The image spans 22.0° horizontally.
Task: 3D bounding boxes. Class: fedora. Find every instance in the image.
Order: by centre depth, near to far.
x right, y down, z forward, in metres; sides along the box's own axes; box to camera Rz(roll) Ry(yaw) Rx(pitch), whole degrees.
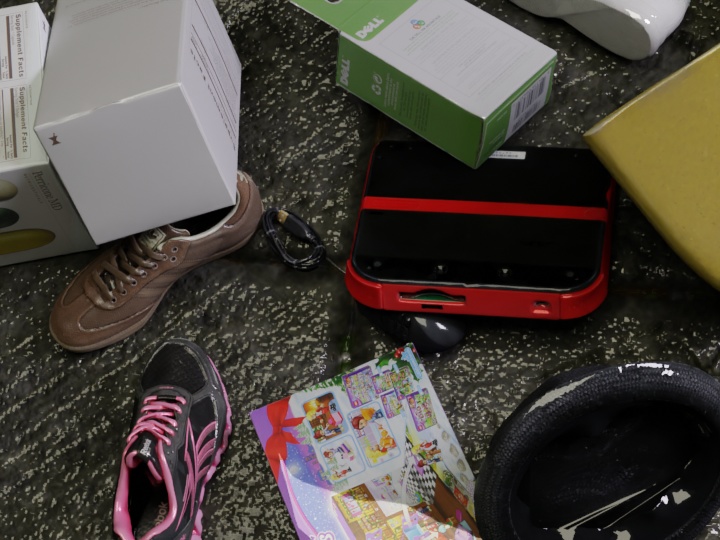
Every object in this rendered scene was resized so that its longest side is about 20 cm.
[{"bbox_3d":[0.165,0.129,1.316,0.200,0.201,0.092,-25,30,-4],"label":"fedora"}]

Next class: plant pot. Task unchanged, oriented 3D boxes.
[{"bbox_3d":[0.300,-0.073,1.338,0.195,0.194,0.200,-33,90,13],"label":"plant pot"}]

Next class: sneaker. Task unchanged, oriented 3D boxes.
[{"bbox_3d":[-0.147,0.135,1.375,0.079,0.095,0.200,-1,63,10],"label":"sneaker"},{"bbox_3d":[-0.168,-0.017,1.462,0.200,0.076,0.070,-37,65,-10],"label":"sneaker"},{"bbox_3d":[0.182,-0.253,1.537,0.200,0.075,0.088,36,61,16],"label":"sneaker"}]

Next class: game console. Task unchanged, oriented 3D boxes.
[{"bbox_3d":[0.095,-0.035,1.436,0.200,0.031,0.177,3,43,9],"label":"game console"}]

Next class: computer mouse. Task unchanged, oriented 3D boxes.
[{"bbox_3d":[0.000,0.000,1.443,0.200,0.034,0.059,32,51,23],"label":"computer mouse"}]

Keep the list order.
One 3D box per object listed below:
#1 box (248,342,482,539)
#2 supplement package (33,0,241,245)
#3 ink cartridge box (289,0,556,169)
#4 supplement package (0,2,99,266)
[{"bbox_3d":[0.016,0.168,1.364,0.137,0.039,0.200,-22,63,-3],"label":"box"},{"bbox_3d":[-0.170,-0.136,1.450,0.121,0.120,0.200,-15,37,10],"label":"supplement package"},{"bbox_3d":[0.048,-0.176,1.502,0.200,0.059,0.104,33,55,21],"label":"ink cartridge box"},{"bbox_3d":[-0.329,-0.096,1.483,0.200,0.152,0.151,-10,63,3],"label":"supplement package"}]
